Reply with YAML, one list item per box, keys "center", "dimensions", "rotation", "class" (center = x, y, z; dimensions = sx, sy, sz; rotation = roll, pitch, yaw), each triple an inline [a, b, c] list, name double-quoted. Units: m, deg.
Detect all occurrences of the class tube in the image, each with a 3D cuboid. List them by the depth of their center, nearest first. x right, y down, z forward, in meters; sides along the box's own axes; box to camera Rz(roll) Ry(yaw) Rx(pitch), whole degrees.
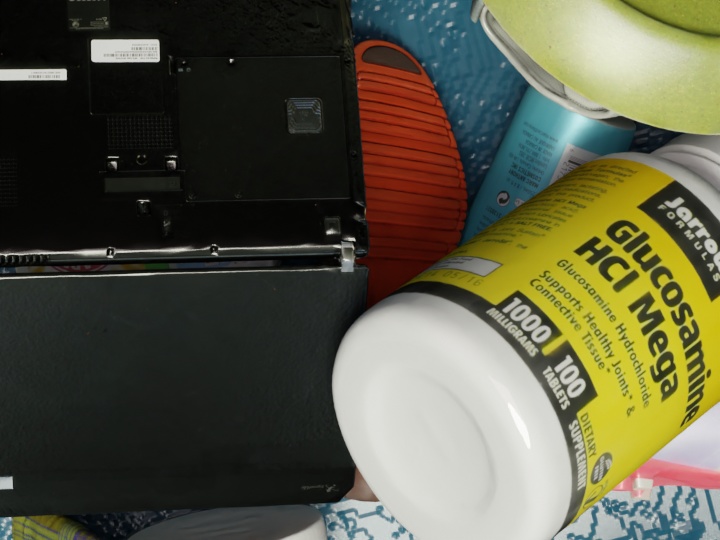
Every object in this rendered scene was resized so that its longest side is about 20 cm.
- center: [0.060, 0.017, 1.053]
  dimensions: [0.077, 0.050, 0.201]
  rotation: [23, 104, 0]
  class: "tube"

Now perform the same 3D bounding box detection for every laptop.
- center: [-0.089, -0.013, 0.960]
  dimensions: [0.175, 0.103, 0.202]
  rotation: [-2, 71, -9]
  class: "laptop"

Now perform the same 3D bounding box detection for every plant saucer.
- center: [0.131, -0.152, 0.973]
  dimensions: [0.198, 0.031, 0.202]
  rotation: [8, 64, -16]
  class: "plant saucer"

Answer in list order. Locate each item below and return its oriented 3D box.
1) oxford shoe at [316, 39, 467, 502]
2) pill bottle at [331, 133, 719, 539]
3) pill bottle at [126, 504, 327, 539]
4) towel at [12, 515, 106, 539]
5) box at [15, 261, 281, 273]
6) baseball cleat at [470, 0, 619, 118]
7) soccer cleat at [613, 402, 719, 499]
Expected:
- center: [0.000, 0.000, 1.031]
  dimensions: [0.071, 0.072, 0.202]
  rotation: [11, 70, -33]
  class: "oxford shoe"
- center: [0.092, 0.022, 0.956]
  dimensions: [0.199, 0.112, 0.113]
  rotation: [-34, 97, -36]
  class: "pill bottle"
- center: [-0.046, 0.211, 1.051]
  dimensions: [0.108, 0.110, 0.202]
  rotation: [-8, 97, 4]
  class: "pill bottle"
- center: [-0.109, 0.181, 1.017]
  dimensions: [0.023, 0.200, 0.145]
  rotation: [-4, 96, -26]
  class: "towel"
- center: [-0.102, -0.092, 1.014]
  dimensions: [0.111, 0.101, 0.202]
  rotation: [-10, 97, 3]
  class: "box"
- center: [0.142, -0.085, 1.002]
  dimensions: [0.198, 0.107, 0.070]
  rotation: [14, 125, 6]
  class: "baseball cleat"
- center: [0.139, 0.062, 1.042]
  dimensions: [0.198, 0.067, 0.077]
  rotation: [6, 79, -6]
  class: "soccer cleat"
